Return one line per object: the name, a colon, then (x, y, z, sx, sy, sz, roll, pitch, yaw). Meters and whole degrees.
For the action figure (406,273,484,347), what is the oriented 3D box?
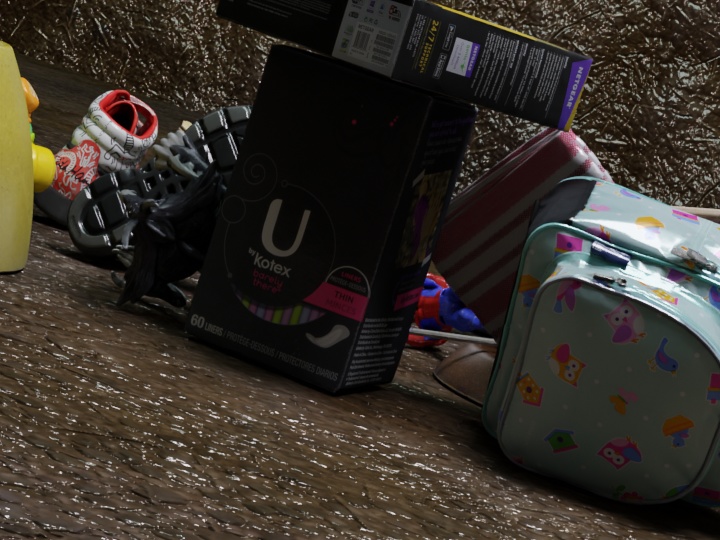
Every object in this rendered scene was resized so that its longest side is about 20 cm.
action figure: (0.055, 0.024, 1.588, 0.098, 0.066, 0.200, 6, -8, -21)

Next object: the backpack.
backpack: (0.185, 0.054, 1.262, 0.199, 0.177, 0.154, 15, 28, 4)

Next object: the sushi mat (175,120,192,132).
sushi mat: (-0.083, -0.048, 1.705, 0.200, 0.012, 0.096, 48, 4, -2)

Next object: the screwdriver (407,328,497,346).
screwdriver: (0.051, 0.050, 1.491, 0.199, 0.029, 0.028, 12, -27, 19)

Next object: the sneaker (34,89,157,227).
sneaker: (-0.203, -0.095, 1.720, 0.067, 0.108, 0.201, 39, 11, 6)

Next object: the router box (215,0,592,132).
router box: (0.026, -0.151, 1.313, 0.157, 0.053, 0.200, 12, 9, -40)

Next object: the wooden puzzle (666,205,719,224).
wooden puzzle: (0.217, 0.029, 1.400, 0.199, 0.037, 0.186, 11, -40, 39)

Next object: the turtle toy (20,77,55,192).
turtle toy: (-0.334, -0.122, 1.635, 0.145, 0.102, 0.199, 12, -6, -34)

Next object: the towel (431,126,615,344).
towel: (0.147, 0.011, 1.367, 0.200, 0.146, 0.030, 50, 37, -4)

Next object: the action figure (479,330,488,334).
action figure: (0.167, 0.029, 1.802, 0.199, 0.105, 0.193, 18, 15, 7)

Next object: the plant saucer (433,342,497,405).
plant saucer: (0.153, 0.092, 1.514, 0.199, 0.035, 0.200, 18, 7, -2)

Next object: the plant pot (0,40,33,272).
plant pot: (-0.302, -0.098, 1.372, 0.199, 0.143, 0.200, 18, 6, -2)

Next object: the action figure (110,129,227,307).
action figure: (-0.122, -0.025, 1.415, 0.102, 0.119, 0.200, 33, 3, 29)

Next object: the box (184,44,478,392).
box: (-0.018, -0.034, 1.349, 0.122, 0.201, 0.106, 19, 6, 20)

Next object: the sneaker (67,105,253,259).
sneaker: (-0.124, -0.064, 1.544, 0.199, 0.076, 0.079, -21, -20, 3)
